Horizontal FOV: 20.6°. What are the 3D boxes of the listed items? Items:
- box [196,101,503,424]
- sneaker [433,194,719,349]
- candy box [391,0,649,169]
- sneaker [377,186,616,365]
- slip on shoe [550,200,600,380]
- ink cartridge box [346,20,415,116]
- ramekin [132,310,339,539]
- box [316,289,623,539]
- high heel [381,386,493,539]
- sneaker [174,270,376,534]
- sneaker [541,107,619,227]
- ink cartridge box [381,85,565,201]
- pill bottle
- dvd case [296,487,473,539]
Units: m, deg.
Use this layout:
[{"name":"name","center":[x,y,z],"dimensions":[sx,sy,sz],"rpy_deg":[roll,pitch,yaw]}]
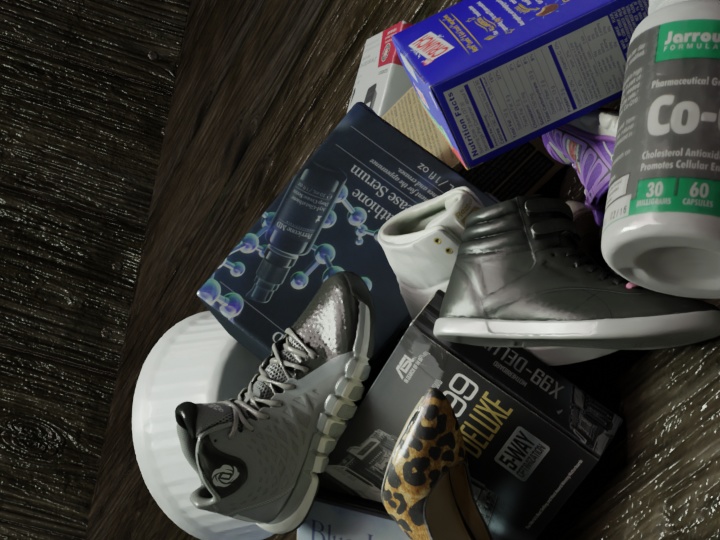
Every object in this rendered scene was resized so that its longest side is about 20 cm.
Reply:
[{"name":"box","center":[0.000,0.000,1.528],"dimensions":[0.200,0.148,0.107],"rpy_deg":[-51,-20,-8]},{"name":"sneaker","center":[0.140,-0.001,1.271],"dimensions":[0.200,0.071,0.099],"rpy_deg":[1,80,31]},{"name":"candy box","center":[0.135,-0.165,1.427],"dimensions":[0.169,0.200,0.077],"rpy_deg":[-112,-2,-69]},{"name":"sneaker","center":[0.100,0.000,1.365],"dimensions":[0.200,0.116,0.074],"rpy_deg":[-1,40,37]},{"name":"slip on shoe","center":[0.140,0.049,1.445],"dimensions":[0.061,0.076,0.200],"rpy_deg":[19,80,33]},{"name":"ink cartridge box","center":[0.035,-0.136,1.994],"dimensions":[0.145,0.083,0.200],"rpy_deg":[175,111,-75]},{"name":"ramekin","center":[-0.082,0.126,1.649],"dimensions":[0.098,0.200,0.201],"rpy_deg":[-14,58,47]},{"name":"box","center":[0.071,0.129,1.403],"dimensions":[0.050,0.158,0.200],"rpy_deg":[-49,-7,-46]},{"name":"high heel","center":[0.084,0.181,1.328],"dimensions":[0.071,0.142,0.200],"rpy_deg":[-30,-46,-42]},{"name":"sneaker","center":[-0.068,0.089,1.395],"dimensions":[0.075,0.115,0.200],"rpy_deg":[35,109,60]},{"name":"sneaker","center":[0.173,-0.076,1.420],"dimensions":[0.200,0.080,0.084],"rpy_deg":[-141,61,-75]},{"name":"ink cartridge box","center":[0.082,-0.101,1.691],"dimensions":[0.165,0.075,0.200],"rpy_deg":[-43,24,18]},{"name":"pill bottle","center":[0.213,-0.093,1.202],"dimensions":[0.113,0.113,0.200],"rpy_deg":[139,144,-65]},{"name":"dvd case","center":[0.015,0.266,1.447],"dimensions":[0.018,0.142,0.200],"rpy_deg":[-22,-62,-59]}]
